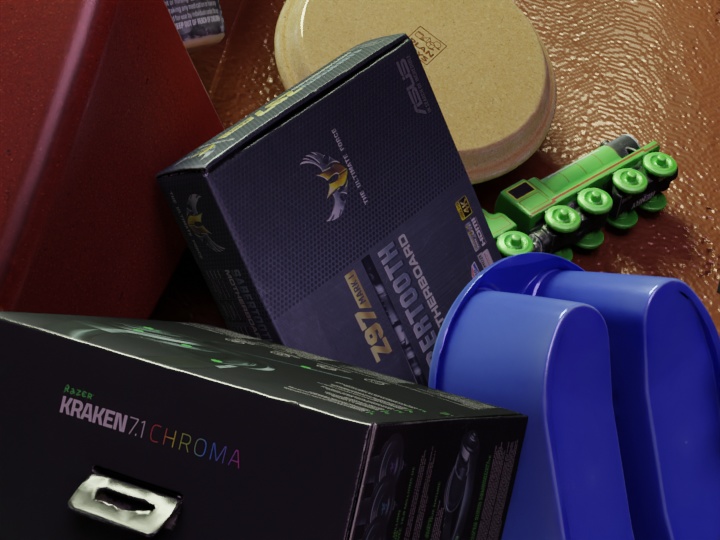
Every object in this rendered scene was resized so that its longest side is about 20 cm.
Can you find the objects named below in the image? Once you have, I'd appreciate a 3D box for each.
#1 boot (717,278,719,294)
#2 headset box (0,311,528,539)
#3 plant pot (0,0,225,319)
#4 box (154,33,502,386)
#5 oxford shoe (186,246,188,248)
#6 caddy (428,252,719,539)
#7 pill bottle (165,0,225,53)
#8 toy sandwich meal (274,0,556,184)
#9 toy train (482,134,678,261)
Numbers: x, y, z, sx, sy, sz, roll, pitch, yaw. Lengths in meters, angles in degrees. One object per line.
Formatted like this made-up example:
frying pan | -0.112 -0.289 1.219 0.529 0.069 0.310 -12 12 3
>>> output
boot | 0.238 0.071 0.811 0.073 0.198 0.165 -9 77 27
headset box | -0.047 0.082 0.644 0.172 0.200 0.094 14 91 22
plant pot | -0.196 -0.039 0.781 0.197 0.200 0.178 4 65 12
box | 0.000 0.000 0.834 0.157 0.051 0.202 -36 110 -35
oxford shoe | -0.093 -0.030 0.906 0.072 0.072 0.201 -28 56 -12
caddy | 0.106 0.091 0.779 0.140 0.104 0.203 -12 95 -38
pill bottle | -0.153 -0.223 0.944 0.105 0.106 0.203 -17 96 -26
toy sandwich meal | 0.030 -0.125 1.008 0.202 0.071 0.207 8 56 -11
toy train | 0.118 -0.034 0.976 0.199 0.042 0.056 -28 53 -31
